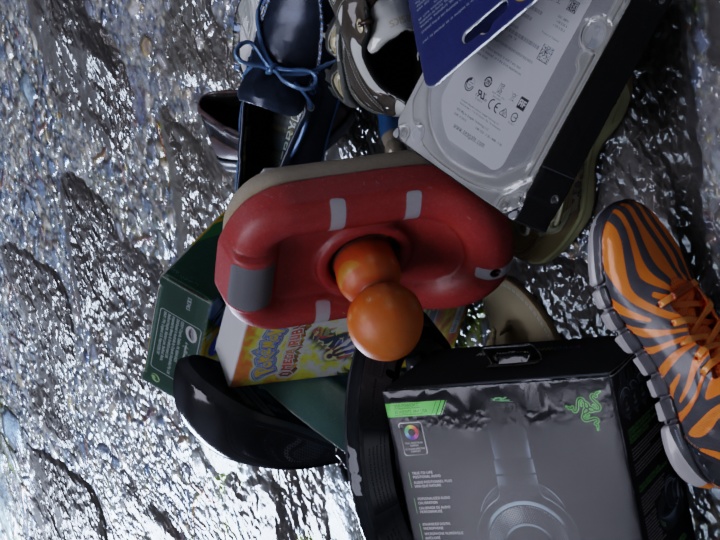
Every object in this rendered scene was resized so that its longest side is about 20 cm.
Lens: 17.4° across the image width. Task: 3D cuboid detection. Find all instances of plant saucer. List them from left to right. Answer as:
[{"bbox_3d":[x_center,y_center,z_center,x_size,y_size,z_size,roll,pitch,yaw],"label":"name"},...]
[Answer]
[{"bbox_3d":[-0.013,0.098,1.830,0.036,0.200,0.200,-53,49,7],"label":"plant saucer"}]

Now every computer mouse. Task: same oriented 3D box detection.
[{"bbox_3d":[-0.070,0.125,1.786,0.053,0.200,0.139,-55,40,11],"label":"computer mouse"}]

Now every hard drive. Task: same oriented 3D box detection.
[{"bbox_3d":[0.111,-0.142,1.472,0.140,0.038,0.201,39,104,46],"label":"hard drive"}]

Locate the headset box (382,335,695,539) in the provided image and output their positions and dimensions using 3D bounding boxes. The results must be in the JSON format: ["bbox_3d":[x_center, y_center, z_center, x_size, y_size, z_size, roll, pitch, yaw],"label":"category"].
[{"bbox_3d":[0.124,0.142,1.597,0.173,0.093,0.201,-4,104,28],"label":"headset box"}]

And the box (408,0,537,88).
[{"bbox_3d":[0.074,-0.217,1.485,0.121,0.032,0.201,-38,46,36],"label":"box"}]

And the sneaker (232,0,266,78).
[{"bbox_3d":[-0.050,-0.231,1.782,0.077,0.076,0.201,17,125,29],"label":"sneaker"}]

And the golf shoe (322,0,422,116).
[{"bbox_3d":[0.010,-0.195,1.560,0.094,0.077,0.201,34,146,56],"label":"golf shoe"}]

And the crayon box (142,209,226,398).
[{"bbox_3d":[-0.093,0.000,1.884,0.051,0.200,0.126,29,137,13],"label":"crayon box"}]

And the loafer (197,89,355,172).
[{"bbox_3d":[-0.076,-0.118,1.862,0.063,0.072,0.200,52,158,-17],"label":"loafer"}]

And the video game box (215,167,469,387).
[{"bbox_3d":[0.000,0.000,1.699,0.201,0.181,0.047,107,152,-47],"label":"video game box"}]

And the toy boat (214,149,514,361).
[{"bbox_3d":[0.008,0.004,1.560,0.131,0.199,0.131,99,158,-49],"label":"toy boat"}]

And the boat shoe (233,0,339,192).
[{"bbox_3d":[-0.052,-0.129,1.738,0.084,0.069,0.201,16,115,30],"label":"boat shoe"}]

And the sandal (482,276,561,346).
[{"bbox_3d":[0.117,0.106,1.681,0.213,0.069,0.078,65,150,10],"label":"sandal"}]

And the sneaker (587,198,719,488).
[{"bbox_3d":[0.223,0.041,1.474,0.112,0.077,0.201,-15,105,57],"label":"sneaker"}]

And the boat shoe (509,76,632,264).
[{"bbox_3d":[0.121,-0.076,1.574,0.073,0.062,0.201,51,146,30],"label":"boat shoe"}]

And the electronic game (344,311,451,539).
[{"bbox_3d":[0.035,0.123,1.673,0.041,0.200,0.201,-5,105,23],"label":"electronic game"}]

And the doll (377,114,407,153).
[{"bbox_3d":[0.042,-0.143,1.662,0.200,0.048,0.137,13,92,64],"label":"doll"}]
